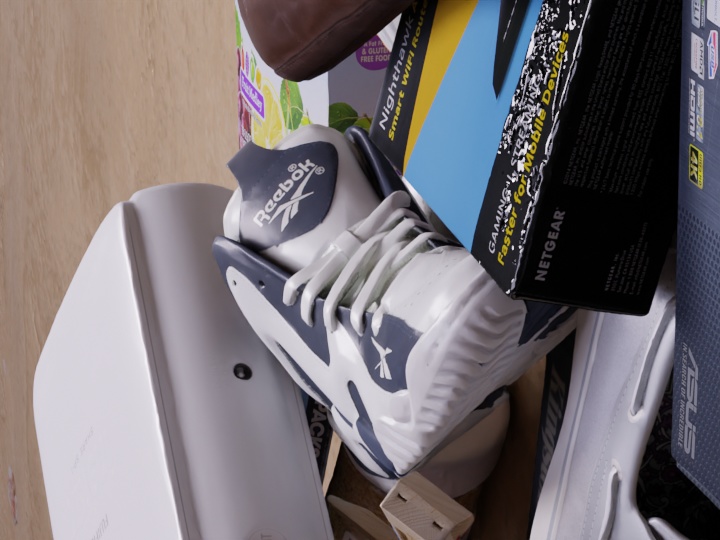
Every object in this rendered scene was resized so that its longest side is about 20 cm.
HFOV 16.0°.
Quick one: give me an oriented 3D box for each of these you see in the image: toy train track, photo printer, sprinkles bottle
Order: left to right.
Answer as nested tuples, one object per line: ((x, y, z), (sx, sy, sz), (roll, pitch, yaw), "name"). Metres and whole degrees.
((-0.070, 0.093, 0.988), (0.166, 0.069, 0.200), (122, 141, -53), "photo printer")
((0.015, 0.111, 1.116), (0.200, 0.068, 0.068), (103, 155, -52), "sprinkles bottle")
((0.037, 0.096, 0.886), (0.115, 0.033, 0.200), (37, 172, 16), "toy train track")

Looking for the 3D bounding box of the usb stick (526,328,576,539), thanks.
((0.082, 0.057, 0.914), (0.055, 0.033, 0.200), (-128, 33, -49), "usb stick")

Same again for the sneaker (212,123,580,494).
((0.000, 0.000, 0.880), (0.130, 0.079, 0.199), (48, 172, 6), "sneaker")

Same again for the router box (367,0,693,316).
((0.068, -0.106, 0.780), (0.149, 0.051, 0.200), (-128, 50, -63), "router box")

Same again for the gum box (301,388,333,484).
((-0.034, 0.062, 1.143), (0.200, 0.044, 0.170), (-83, 4, -77), "gum box")

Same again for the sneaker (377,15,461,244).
((0.052, -0.069, 0.925), (0.092, 0.076, 0.200), (31, 134, 61), "sneaker")

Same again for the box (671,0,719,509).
((0.135, -0.011, 0.664), (0.158, 0.051, 0.200), (-134, 39, -63), "box")

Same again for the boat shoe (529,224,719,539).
((0.101, 0.077, 0.808), (0.069, 0.072, 0.200), (-123, 40, -63), "boat shoe")

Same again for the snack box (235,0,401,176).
((-0.008, -0.126, 1.100), (0.169, 0.068, 0.200), (-133, 41, -66), "snack box")

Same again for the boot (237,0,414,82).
((0.010, -0.164, 0.814), (0.200, 0.064, 0.187), (161, 119, -74), "boot")
